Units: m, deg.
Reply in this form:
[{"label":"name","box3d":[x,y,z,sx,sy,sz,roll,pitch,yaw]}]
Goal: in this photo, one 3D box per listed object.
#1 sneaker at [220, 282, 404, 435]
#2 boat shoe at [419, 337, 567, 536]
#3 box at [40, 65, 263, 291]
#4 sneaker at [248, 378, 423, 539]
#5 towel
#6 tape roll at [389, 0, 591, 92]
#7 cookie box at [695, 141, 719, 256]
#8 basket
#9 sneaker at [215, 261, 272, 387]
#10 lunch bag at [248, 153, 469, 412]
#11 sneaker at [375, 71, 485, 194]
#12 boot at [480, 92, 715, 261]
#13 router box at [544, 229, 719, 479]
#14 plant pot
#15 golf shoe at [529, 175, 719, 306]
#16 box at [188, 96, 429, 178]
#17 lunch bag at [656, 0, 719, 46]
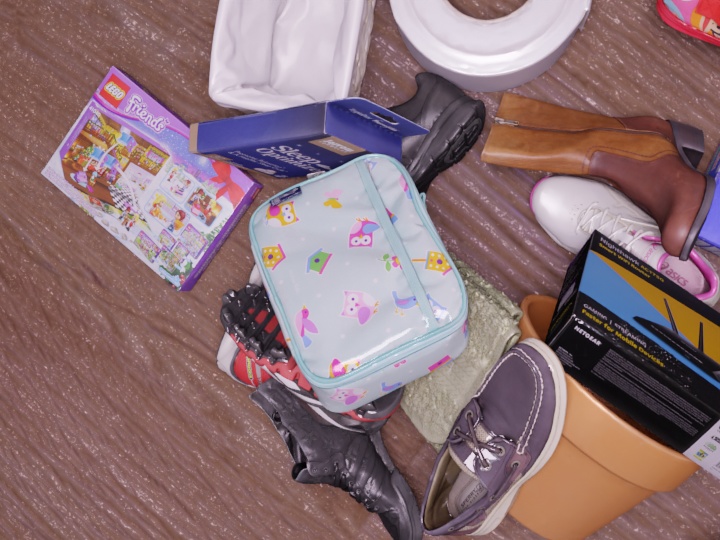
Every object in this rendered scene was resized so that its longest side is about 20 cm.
[{"label":"sneaker","box3d":[-0.049,0.088,0.762,0.198,0.099,0.071,29,61,19]},{"label":"boat shoe","box3d":[0.099,0.142,0.651,0.072,0.064,0.203,50,135,36]},{"label":"box","box3d":[-0.217,-0.095,0.862,0.199,0.039,0.138,39,96,7]},{"label":"sneaker","box3d":[-0.023,0.188,0.800,0.102,0.060,0.203,-20,79,-26]},{"label":"towel","box3d":[0.059,0.055,0.751,0.200,0.036,0.151,46,118,49]},{"label":"tape roll","box3d":[0.124,-0.280,0.795,0.197,0.071,0.208,0,89,9]},{"label":"cookie box","box3d":[0.417,-0.066,0.744,0.197,0.075,0.174,27,93,8]},{"label":"basket","box3d":[-0.055,-0.243,0.796,0.132,0.123,0.205,10,92,8]},{"label":"sneaker","box3d":[-0.071,0.027,0.828,0.083,0.077,0.203,26,104,3]},{"label":"lunch bag","box3d":[0.000,0.000,0.697,0.157,0.077,0.203,-24,60,0]},{"label":"sneaker","box3d":[0.033,-0.105,0.815,0.091,0.076,0.200,43,92,19]},{"label":"boot","box3d":[0.206,-0.094,0.736,0.195,0.069,0.191,13,48,7]},{"label":"router box","box3d":[0.250,0.069,0.666,0.198,0.150,0.052,34,125,2]},{"label":"plant pot","box3d":[0.185,0.140,0.731,0.198,0.200,0.141,36,111,7]},{"label":"golf shoe","box3d":[0.247,-0.030,0.764,0.197,0.091,0.076,31,96,9]},{"label":"box","box3d":[-0.047,-0.117,0.755,0.196,0.120,0.033,-2,82,36]},{"label":"lunch bag","box3d":[0.365,-0.241,0.712,0.197,0.083,0.178,26,56,12]}]
